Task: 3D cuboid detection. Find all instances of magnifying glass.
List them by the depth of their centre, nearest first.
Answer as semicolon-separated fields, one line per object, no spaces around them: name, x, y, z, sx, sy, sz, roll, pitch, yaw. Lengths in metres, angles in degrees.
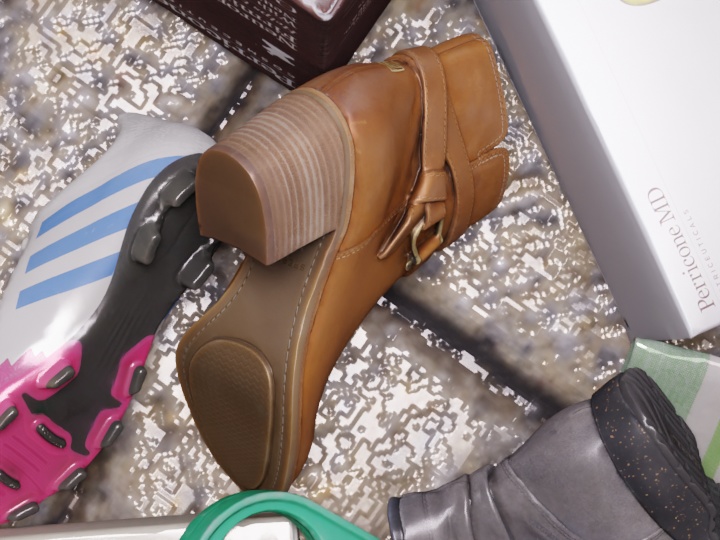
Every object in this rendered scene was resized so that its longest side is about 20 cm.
magnifying glass;0.005;0.131;0.916;0.199;0.022;0.080;3;84;-40

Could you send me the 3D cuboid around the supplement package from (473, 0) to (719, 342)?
supplement package;0.132;-0.082;0.920;0.110;0.156;0.201;-26;89;-2

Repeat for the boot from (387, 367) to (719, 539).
boot;0.107;0.139;0.908;0.131;0.070;0.200;-31;111;16

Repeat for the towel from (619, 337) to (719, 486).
towel;0.195;0.100;0.932;0.198;0.153;0.023;13;46;-1

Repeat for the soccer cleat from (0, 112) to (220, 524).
soccer cleat;-0.128;0.020;0.955;0.200;0.086;0.070;-53;134;1

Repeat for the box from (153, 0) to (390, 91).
box;-0.038;-0.193;0.896;0.165;0.200;0.165;33;84;1

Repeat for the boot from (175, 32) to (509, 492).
boot;0.000;0.000;0.948;0.074;0.201;0.154;35;46;30

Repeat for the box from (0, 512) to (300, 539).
box;-0.123;0.144;0.939;0.198;0.082;0.069;-4;87;-1
